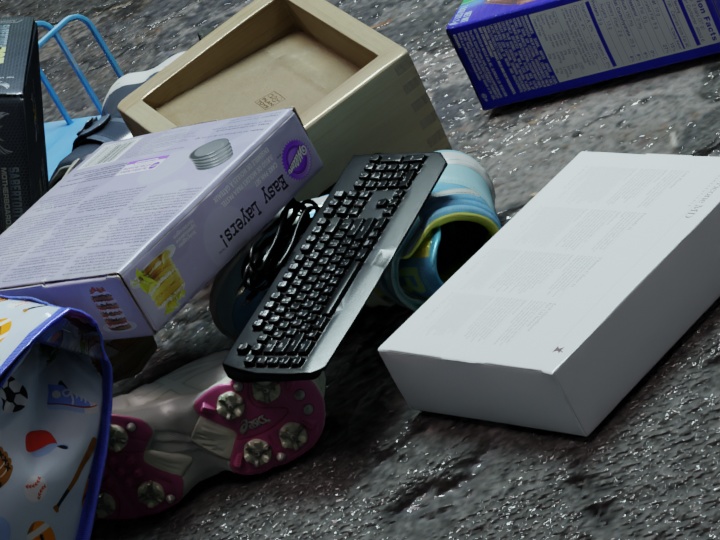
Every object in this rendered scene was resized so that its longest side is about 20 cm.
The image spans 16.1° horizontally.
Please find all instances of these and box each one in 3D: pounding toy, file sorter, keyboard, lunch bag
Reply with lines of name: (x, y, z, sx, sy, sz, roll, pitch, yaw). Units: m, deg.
pounding toy: (-0.069, -0.075, 1.766, 0.200, 0.142, 0.184, -38, 40, -13)
file sorter: (-0.297, -0.122, 2.081, 0.200, 0.123, 0.139, -3, 36, 43)
keyboard: (-0.030, -0.012, 1.520, 0.104, 0.040, 0.200, -6, 37, 35)
lunch bag: (-0.236, 0.109, 1.483, 0.170, 0.124, 0.200, 7, 79, 49)

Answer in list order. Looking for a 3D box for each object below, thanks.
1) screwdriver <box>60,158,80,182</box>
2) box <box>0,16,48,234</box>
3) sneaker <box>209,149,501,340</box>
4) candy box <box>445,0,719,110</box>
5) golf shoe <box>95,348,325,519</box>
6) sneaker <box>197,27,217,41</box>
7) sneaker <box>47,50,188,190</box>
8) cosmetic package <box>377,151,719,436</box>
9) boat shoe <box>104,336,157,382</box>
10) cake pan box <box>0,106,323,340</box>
screwdriver: (-0.245, 0.003, 1.708, 0.200, 0.029, 0.028, -60, -4, 16)
box: (-0.253, -0.064, 1.832, 0.051, 0.200, 0.158, -3, 25, -2)
sneaker: (0.000, 0.000, 1.585, 0.200, 0.080, 0.131, -29, 23, 2)
candy box: (0.182, -0.204, 1.779, 0.200, 0.077, 0.169, -12, 29, 31)
golf shoe: (-0.111, 0.095, 1.544, 0.200, 0.075, 0.092, -14, 19, 13)
sneaker: (-0.067, -0.162, 1.976, 0.091, 0.076, 0.200, -24, 27, -5)
sneaker: (-0.185, -0.081, 1.912, 0.146, 0.077, 0.202, -52, 10, -23)
cosmetic package: (0.129, 0.009, 1.462, 0.200, 0.052, 0.151, -43, 26, -28)
boat shoe: (-0.216, 0.080, 1.674, 0.200, 0.068, 0.075, -35, 22, 36)
cake pan box: (-0.149, -0.024, 1.584, 0.200, 0.052, 0.184, -7, 28, 44)
